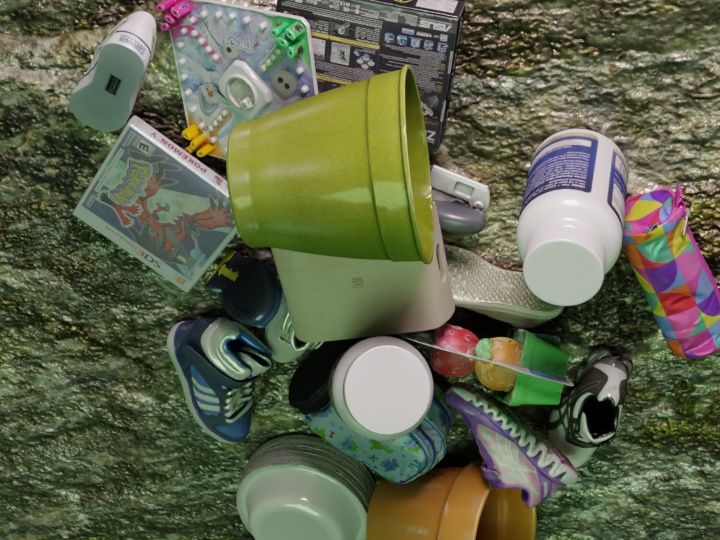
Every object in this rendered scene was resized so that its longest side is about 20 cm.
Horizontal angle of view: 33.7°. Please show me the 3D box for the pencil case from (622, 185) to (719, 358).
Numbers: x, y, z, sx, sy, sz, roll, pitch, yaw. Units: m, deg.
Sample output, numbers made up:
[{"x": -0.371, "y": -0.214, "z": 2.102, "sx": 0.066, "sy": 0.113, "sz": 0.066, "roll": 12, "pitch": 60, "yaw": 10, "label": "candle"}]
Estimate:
[{"x": 0.353, "y": 0.004, "z": 1.335, "sx": 0.088, "sy": 0.089, "sz": 0.201, "roll": -16, "pitch": 121, "yaw": 25, "label": "pencil case"}]

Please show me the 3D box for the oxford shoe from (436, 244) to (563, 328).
[{"x": 0.145, "y": 0.023, "z": 1.421, "sx": 0.198, "sy": 0.076, "sz": 0.058, "roll": 16, "pitch": 154, "yaw": 6, "label": "oxford shoe"}]

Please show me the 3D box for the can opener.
[{"x": 0.053, "y": -0.099, "z": 1.356, "sx": 0.198, "sy": 0.067, "sz": 0.054, "roll": 21, "pitch": 128, "yaw": 0, "label": "can opener"}]

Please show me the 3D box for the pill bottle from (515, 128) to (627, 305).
[{"x": 0.223, "y": -0.055, "z": 1.254, "sx": 0.110, "sy": 0.201, "sz": 0.112, "roll": 8, "pitch": 127, "yaw": 11, "label": "pill bottle"}]

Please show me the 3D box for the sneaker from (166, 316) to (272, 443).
[{"x": -0.165, "y": 0.151, "z": 1.572, "sx": 0.145, "sy": 0.081, "sz": 0.202, "roll": -1, "pitch": 122, "yaw": 43, "label": "sneaker"}]

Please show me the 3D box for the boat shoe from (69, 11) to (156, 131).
[{"x": -0.276, "y": -0.226, "z": 1.362, "sx": 0.073, "sy": 0.066, "sz": 0.200, "roll": 33, "pitch": 148, "yaw": -18, "label": "boat shoe"}]

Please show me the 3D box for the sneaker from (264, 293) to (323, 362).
[{"x": -0.082, "y": 0.069, "z": 1.488, "sx": 0.073, "sy": 0.116, "sz": 0.201, "roll": 25, "pitch": 129, "yaw": -6, "label": "sneaker"}]

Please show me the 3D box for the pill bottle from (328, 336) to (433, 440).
[{"x": 0.022, "y": 0.133, "z": 1.352, "sx": 0.114, "sy": 0.200, "sz": 0.117, "roll": 0, "pitch": 86, "yaw": -3, "label": "pill bottle"}]

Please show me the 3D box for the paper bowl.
[{"x": -0.081, "y": 0.341, "z": 1.693, "sx": 0.198, "sy": 0.105, "sz": 0.202, "roll": 7, "pitch": 127, "yaw": 10, "label": "paper bowl"}]

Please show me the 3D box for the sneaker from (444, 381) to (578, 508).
[{"x": 0.175, "y": 0.222, "z": 1.478, "sx": 0.200, "sy": 0.081, "sz": 0.089, "roll": 41, "pitch": 98, "yaw": -8, "label": "sneaker"}]

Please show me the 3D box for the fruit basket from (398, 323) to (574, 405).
[{"x": 0.145, "y": 0.097, "z": 1.416, "sx": 0.198, "sy": 0.185, "sz": 0.095, "roll": 20, "pitch": 88, "yaw": -1, "label": "fruit basket"}]

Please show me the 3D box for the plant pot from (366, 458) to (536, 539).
[{"x": 0.115, "y": 0.346, "z": 1.598, "sx": 0.182, "sy": 0.200, "sz": 0.202, "roll": 5, "pitch": 128, "yaw": 33, "label": "plant pot"}]

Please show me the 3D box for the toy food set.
[{"x": 0.000, "y": 0.000, "z": 1.364, "sx": 0.197, "sy": 0.061, "sz": 0.145, "roll": -7, "pitch": 118, "yaw": 11, "label": "toy food set"}]

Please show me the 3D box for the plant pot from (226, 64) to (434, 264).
[{"x": -0.032, "y": -0.098, "z": 1.223, "sx": 0.190, "sy": 0.201, "sz": 0.202, "roll": -6, "pitch": 124, "yaw": 10, "label": "plant pot"}]

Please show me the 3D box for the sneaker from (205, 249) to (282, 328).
[{"x": -0.126, "y": 0.030, "z": 1.447, "sx": 0.082, "sy": 0.200, "sz": 0.074, "roll": 40, "pitch": 89, "yaw": -22, "label": "sneaker"}]

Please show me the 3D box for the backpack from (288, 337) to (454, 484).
[{"x": 0.025, "y": 0.179, "z": 1.532, "sx": 0.199, "sy": 0.155, "sz": 0.163, "roll": 27, "pitch": 133, "yaw": -25, "label": "backpack"}]

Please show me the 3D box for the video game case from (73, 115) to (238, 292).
[{"x": -0.246, "y": -0.076, "z": 1.471, "sx": 0.181, "sy": 0.023, "sz": 0.200, "roll": 35, "pitch": 135, "yaw": -10, "label": "video game case"}]

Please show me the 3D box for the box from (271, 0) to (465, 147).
[{"x": 0.005, "y": -0.229, "z": 1.288, "sx": 0.198, "sy": 0.049, "sz": 0.163, "roll": 12, "pitch": 127, "yaw": 8, "label": "box"}]

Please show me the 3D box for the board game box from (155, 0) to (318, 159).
[{"x": -0.133, "y": -0.198, "z": 1.324, "sx": 0.198, "sy": 0.026, "sz": 0.202, "roll": 17, "pitch": 131, "yaw": 29, "label": "board game box"}]

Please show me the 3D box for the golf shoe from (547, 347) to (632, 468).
[{"x": 0.279, "y": 0.192, "z": 1.486, "sx": 0.077, "sy": 0.095, "sz": 0.202, "roll": 15, "pitch": 129, "yaw": 4, "label": "golf shoe"}]
